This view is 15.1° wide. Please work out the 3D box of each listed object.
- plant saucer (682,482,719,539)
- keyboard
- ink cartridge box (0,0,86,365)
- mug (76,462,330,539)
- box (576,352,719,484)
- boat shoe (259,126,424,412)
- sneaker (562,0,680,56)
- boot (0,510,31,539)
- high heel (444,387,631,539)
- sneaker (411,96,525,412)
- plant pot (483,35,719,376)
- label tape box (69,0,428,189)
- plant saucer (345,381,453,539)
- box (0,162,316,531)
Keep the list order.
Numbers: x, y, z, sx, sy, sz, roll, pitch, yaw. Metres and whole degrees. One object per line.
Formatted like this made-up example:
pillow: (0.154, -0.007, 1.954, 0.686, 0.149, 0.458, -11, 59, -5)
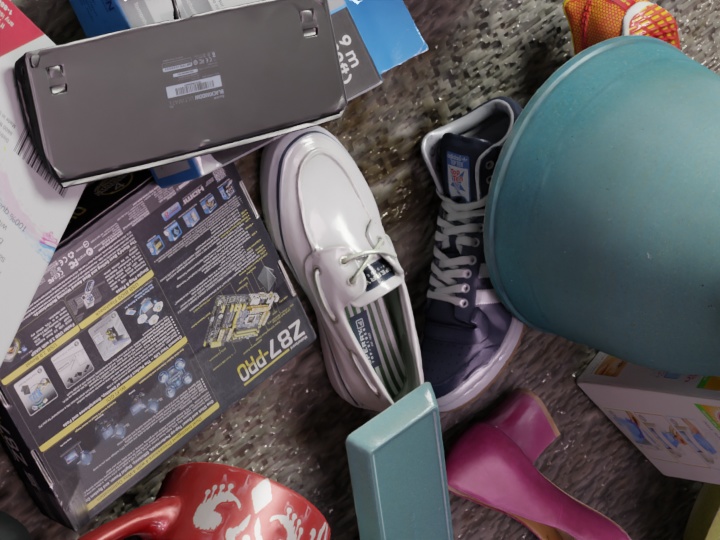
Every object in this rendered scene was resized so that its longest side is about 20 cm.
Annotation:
plant saucer: (0.285, 0.162, 1.933, 0.200, 0.031, 0.200, -36, 143, -33)
keyboard: (-0.101, -0.126, 1.506, 0.200, 0.021, 0.127, -16, 99, -33)
ink cartridge box: (-0.235, -0.048, 1.458, 0.146, 0.083, 0.200, 46, 53, -35)
mug: (-0.105, 0.214, 1.598, 0.178, 0.133, 0.200, 60, 43, -49)
box: (0.254, 0.072, 1.803, 0.101, 0.200, 0.113, 46, 74, -19)
boat shoe: (0.000, 0.000, 1.693, 0.074, 0.067, 0.200, -35, 120, -24)
sneaker: (0.175, -0.108, 1.796, 0.073, 0.077, 0.200, -34, 136, -28)
boot: (-0.264, 0.098, 1.529, 0.198, 0.073, 0.163, 2, 95, -38)
high heel: (0.123, 0.182, 1.826, 0.096, 0.067, 0.200, -43, 119, -31)
sneaker: (0.068, -0.016, 1.735, 0.108, 0.070, 0.200, 43, 69, -41)
plant pot: (0.212, -0.022, 1.669, 0.200, 0.188, 0.200, -21, 123, -35)
label tape box: (-0.057, -0.155, 1.585, 0.200, 0.066, 0.143, -29, 97, -25)
plant saucer: (0.031, 0.159, 1.748, 0.070, 0.019, 0.200, -34, 139, -24)
box: (-0.137, 0.031, 1.613, 0.200, 0.049, 0.161, -39, 119, -23)
